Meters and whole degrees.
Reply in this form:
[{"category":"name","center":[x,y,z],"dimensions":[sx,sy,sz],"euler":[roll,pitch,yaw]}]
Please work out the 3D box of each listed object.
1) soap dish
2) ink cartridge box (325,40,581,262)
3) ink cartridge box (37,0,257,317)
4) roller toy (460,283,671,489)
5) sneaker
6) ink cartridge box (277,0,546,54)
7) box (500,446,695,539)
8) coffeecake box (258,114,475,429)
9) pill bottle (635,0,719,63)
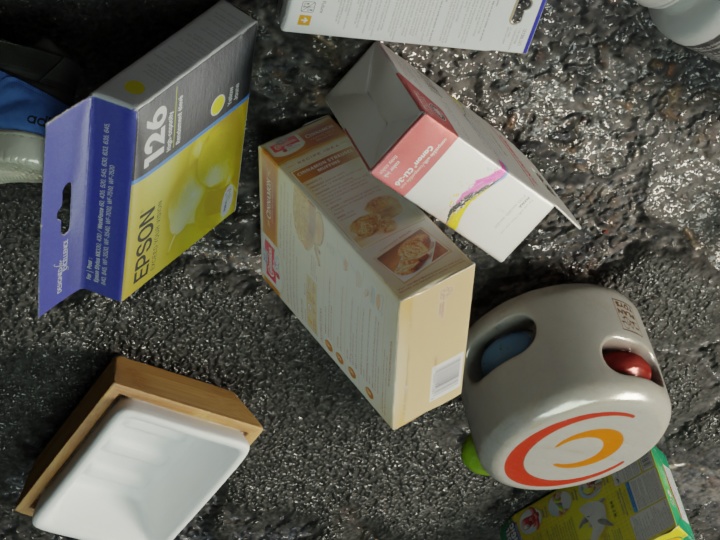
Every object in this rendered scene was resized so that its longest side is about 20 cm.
[{"category":"soap dish","center":[-0.209,0.172,1.568],"dimensions":[0.157,0.082,0.200],"euler":[20,128,-30]},{"category":"ink cartridge box","center":[0.076,-0.084,1.337],"dimensions":[0.199,0.117,0.068],"euler":[32,109,-37]},{"category":"ink cartridge box","center":[-0.158,-0.075,1.260],"dimensions":[0.047,0.200,0.198],"euler":[30,138,16]},{"category":"roller toy","center":[0.185,0.103,1.549],"dimensions":[0.198,0.141,0.183],"euler":[-10,148,-6]},{"category":"sneaker","center":[-0.287,-0.126,1.251],"dimensions":[0.199,0.112,0.077],"euler":[1,165,37]},{"category":"ink cartridge box","center":[0.043,-0.216,1.258],"dimensions":[0.198,0.037,0.095],"euler":[5,133,-15]},{"category":"box","center":[0.242,0.276,1.761],"dimensions":[0.199,0.118,0.048],"euler":[-32,133,20]},{"category":"coffeecake box","center":[0.000,0.000,1.345],"dimensions":[0.073,0.200,0.154],"euler":[-26,143,-23]},{"category":"pill bottle","center":[0.287,-0.210,1.267],"dimensions":[0.199,0.111,0.111],"euler":[19,129,-30]}]
